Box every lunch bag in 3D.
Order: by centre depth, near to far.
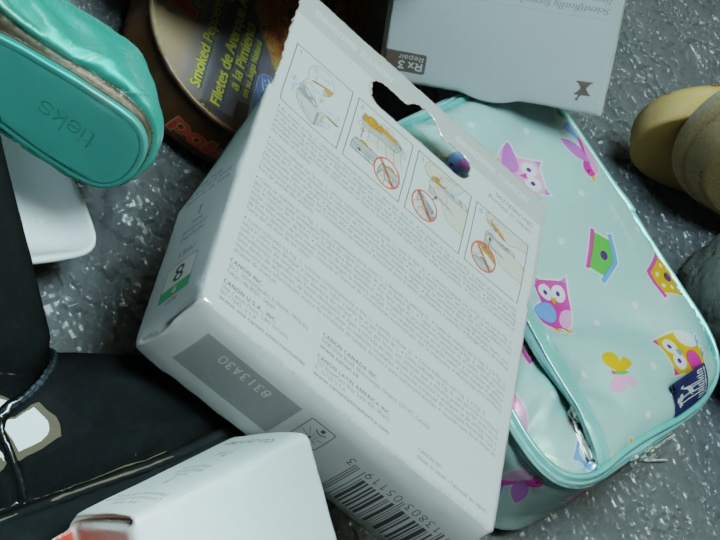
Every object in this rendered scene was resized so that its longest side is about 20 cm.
[{"bbox_3d":[0.073,0.015,0.973,0.160,0.077,0.201,-25,80,-46],"label":"lunch bag"}]

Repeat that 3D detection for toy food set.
[{"bbox_3d":[0.260,-0.077,1.102,0.197,0.200,0.049,11,59,-31],"label":"toy food set"}]

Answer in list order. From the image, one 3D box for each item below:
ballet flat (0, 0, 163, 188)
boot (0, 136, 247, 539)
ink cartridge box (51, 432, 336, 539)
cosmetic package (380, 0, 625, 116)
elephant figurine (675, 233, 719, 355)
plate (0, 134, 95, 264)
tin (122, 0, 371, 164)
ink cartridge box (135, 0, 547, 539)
[{"bbox_3d":[-0.165,-0.105,0.826,0.199,0.067,0.071,34,22,-19],"label":"ballet flat"},{"bbox_3d":[-0.130,0.019,0.779,0.198,0.073,0.164,-22,95,-41],"label":"boot"},{"bbox_3d":[-0.064,0.180,0.732,0.173,0.043,0.202,-24,102,-47],"label":"ink cartridge box"},{"bbox_3d":[0.073,-0.166,1.026,0.112,0.082,0.201,8,34,-2],"label":"cosmetic package"},{"bbox_3d":[0.263,0.055,1.060,0.141,0.155,0.201,12,44,-61],"label":"elephant figurine"},{"bbox_3d":[-0.222,-0.078,0.819,0.199,0.032,0.201,-10,70,-43],"label":"plate"},{"bbox_3d":[-0.052,-0.133,0.993,0.112,0.042,0.201,34,46,-24],"label":"tin"},{"bbox_3d":[0.000,0.000,0.855,0.161,0.050,0.201,40,37,-23],"label":"ink cartridge box"}]
